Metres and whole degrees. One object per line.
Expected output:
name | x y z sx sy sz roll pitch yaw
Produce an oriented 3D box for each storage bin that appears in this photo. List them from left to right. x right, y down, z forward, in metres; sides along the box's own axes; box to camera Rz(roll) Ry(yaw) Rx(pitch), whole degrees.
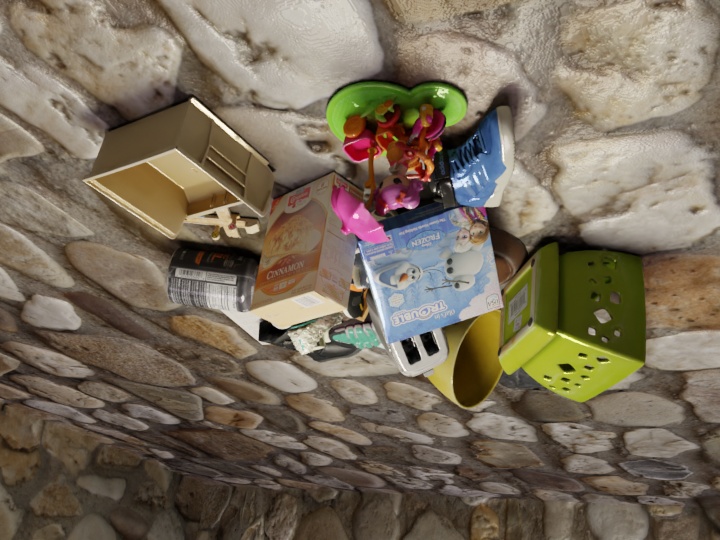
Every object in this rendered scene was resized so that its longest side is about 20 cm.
storage bin | -0.263 -0.141 1.114 0.198 0.095 0.198 -10 147 33

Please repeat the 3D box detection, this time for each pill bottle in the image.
pill bottle | -0.259 0.022 1.421 0.197 0.108 0.107 7 154 3

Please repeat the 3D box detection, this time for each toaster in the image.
toaster | 0.083 0.089 1.323 0.112 0.129 0.202 -23 108 -4

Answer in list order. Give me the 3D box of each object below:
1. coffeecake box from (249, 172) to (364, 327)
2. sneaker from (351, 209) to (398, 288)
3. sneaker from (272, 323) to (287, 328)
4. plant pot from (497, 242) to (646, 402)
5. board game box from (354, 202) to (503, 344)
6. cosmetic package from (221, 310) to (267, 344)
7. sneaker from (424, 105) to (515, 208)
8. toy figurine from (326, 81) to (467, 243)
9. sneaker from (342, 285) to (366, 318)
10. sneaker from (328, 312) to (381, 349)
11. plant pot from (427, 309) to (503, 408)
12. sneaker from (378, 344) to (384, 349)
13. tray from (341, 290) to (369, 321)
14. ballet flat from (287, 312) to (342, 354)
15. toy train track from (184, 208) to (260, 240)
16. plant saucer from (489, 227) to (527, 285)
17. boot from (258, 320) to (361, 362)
coffeecake box | -0.082 -0.030 1.156 0.152 0.203 0.073 -18 144 42
sneaker | 0.050 0.001 1.215 0.129 0.080 0.199 -36 122 10
sneaker | -0.082 0.042 1.458 0.198 0.076 0.105 -27 -175 15
plant pot | 0.339 0.080 1.240 0.179 0.201 0.201 15 149 -8
board game box | 0.109 -0.001 1.153 0.197 0.044 0.201 -18 123 0
cosmetic package | -0.222 0.099 1.622 0.081 0.051 0.200 -7 150 20
sneaker | 0.141 -0.145 0.996 0.109 0.078 0.200 -2 160 1
toy figurine | 0.037 -0.125 0.949 0.197 0.187 0.150 -8 149 30
sneaker | 0.000 0.000 1.278 0.089 0.070 0.202 -5 124 10
sneaker | 0.034 0.095 1.458 0.197 0.089 0.075 -9 144 7
plant pot | 0.185 0.151 1.478 0.141 0.202 0.200 19 165 39
sneaker | 0.108 0.131 1.552 0.197 0.081 0.131 15 154 -14
tray | -0.060 0.010 1.347 0.198 0.100 0.037 23 -171 -25
ballet flat | -0.083 0.120 1.485 0.071 0.073 0.200 -4 -170 23
toy train track | -0.276 -0.079 1.308 0.197 0.033 0.115 6 153 8
plant saucer | 0.187 -0.015 1.290 0.197 0.035 0.201 6 153 3
boot | -0.099 0.136 1.600 0.163 0.066 0.199 -27 143 27
